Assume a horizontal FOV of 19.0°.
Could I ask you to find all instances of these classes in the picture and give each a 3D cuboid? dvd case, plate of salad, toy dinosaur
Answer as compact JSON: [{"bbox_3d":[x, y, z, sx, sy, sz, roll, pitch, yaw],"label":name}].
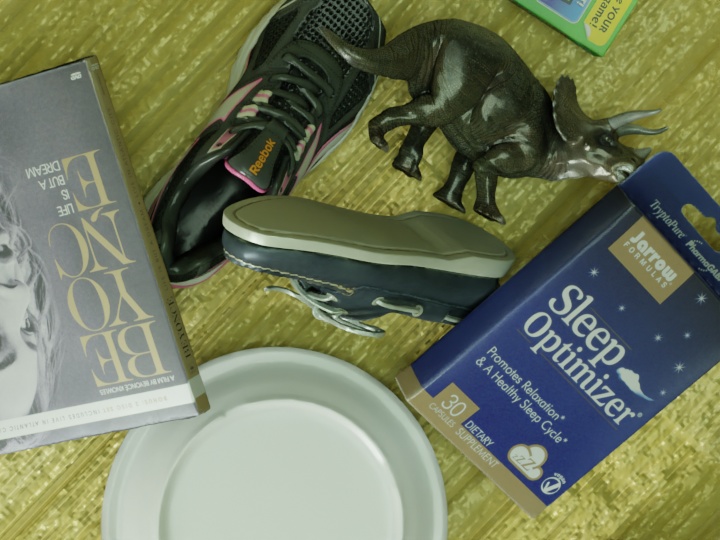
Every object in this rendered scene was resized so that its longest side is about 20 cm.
[{"bbox_3d":[-0.175,-0.004,1.175,0.148,0.016,0.201,-12,101,29],"label":"dvd case"},{"bbox_3d":[-0.049,0.144,1.229,0.199,0.048,0.201,1,87,-12],"label":"plate of salad"},{"bbox_3d":[0.061,-0.093,1.197,0.200,0.077,0.102,33,85,-13],"label":"toy dinosaur"}]

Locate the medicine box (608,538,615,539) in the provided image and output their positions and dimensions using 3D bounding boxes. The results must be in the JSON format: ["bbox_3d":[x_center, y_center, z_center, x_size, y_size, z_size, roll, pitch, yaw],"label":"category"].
[{"bbox_3d":[0.147,0.271,1.187,0.103,0.200,0.183,32,94,-8],"label":"medicine box"}]

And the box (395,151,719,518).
[{"bbox_3d":[0.132,0.037,1.209,0.200,0.032,0.121,-42,119,8],"label":"box"}]

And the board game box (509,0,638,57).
[{"bbox_3d":[0.131,-0.240,1.204,0.134,0.029,0.200,31,94,-8],"label":"board game box"}]

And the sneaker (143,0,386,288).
[{"bbox_3d":[-0.050,-0.068,1.180,0.080,0.086,0.200,31,93,-10],"label":"sneaker"}]

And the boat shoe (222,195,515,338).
[{"bbox_3d":[0.000,0.000,1.169,0.200,0.075,0.062,3,117,-48],"label":"boat shoe"}]
